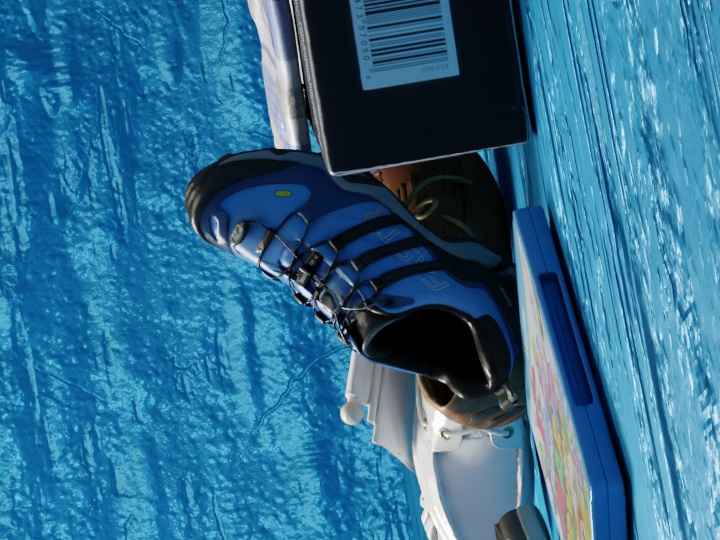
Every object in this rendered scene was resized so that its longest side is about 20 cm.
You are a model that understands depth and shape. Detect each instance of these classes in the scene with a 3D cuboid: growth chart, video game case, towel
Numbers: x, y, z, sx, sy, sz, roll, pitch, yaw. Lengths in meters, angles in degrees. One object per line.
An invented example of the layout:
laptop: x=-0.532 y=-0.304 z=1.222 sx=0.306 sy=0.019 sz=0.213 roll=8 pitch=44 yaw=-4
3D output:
growth chart: x=0.042 y=0.068 z=1.599 sx=0.200 sy=0.018 sz=0.145 roll=48 pitch=-133 yaw=-50
video game case: x=0.101 y=0.085 z=1.254 sx=0.200 sy=0.018 sz=0.143 roll=-101 pitch=2 yaw=-50
towel: x=-0.044 y=-0.095 z=1.461 sx=0.147 sy=0.024 sz=0.200 roll=-104 pitch=5 yaw=-59

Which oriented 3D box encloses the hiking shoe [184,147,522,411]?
hiking shoe: x=0.000 y=0.000 z=1.365 sx=0.087 sy=0.200 sz=0.075 roll=-76 pitch=10 yaw=-56

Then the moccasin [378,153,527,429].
moccasin: x=0.040 y=-0.006 z=1.476 sx=0.078 sy=0.074 sz=0.202 roll=14 pitch=-122 yaw=-44

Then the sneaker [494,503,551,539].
sneaker: x=0.070 y=0.226 z=1.492 sx=0.075 sy=0.106 sz=0.200 roll=-102 pitch=4 yaw=-59

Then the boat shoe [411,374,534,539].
boat shoe: x=0.063 y=0.074 z=1.532 sx=0.069 sy=0.071 sz=0.201 roll=93 pitch=169 yaw=-82

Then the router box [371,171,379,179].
router box: x=0.034 y=0.013 z=1.798 sx=0.200 sy=0.049 sz=0.180 roll=87 pitch=159 yaw=-72

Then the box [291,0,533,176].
box: x=0.017 y=-0.143 z=1.365 sx=0.200 sy=0.107 sz=0.149 roll=-111 pitch=11 yaw=-77

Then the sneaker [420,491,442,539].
sneaker: x=0.078 y=0.188 z=1.691 sx=0.081 sy=0.075 sz=0.200 roll=97 pitch=166 yaw=-50
